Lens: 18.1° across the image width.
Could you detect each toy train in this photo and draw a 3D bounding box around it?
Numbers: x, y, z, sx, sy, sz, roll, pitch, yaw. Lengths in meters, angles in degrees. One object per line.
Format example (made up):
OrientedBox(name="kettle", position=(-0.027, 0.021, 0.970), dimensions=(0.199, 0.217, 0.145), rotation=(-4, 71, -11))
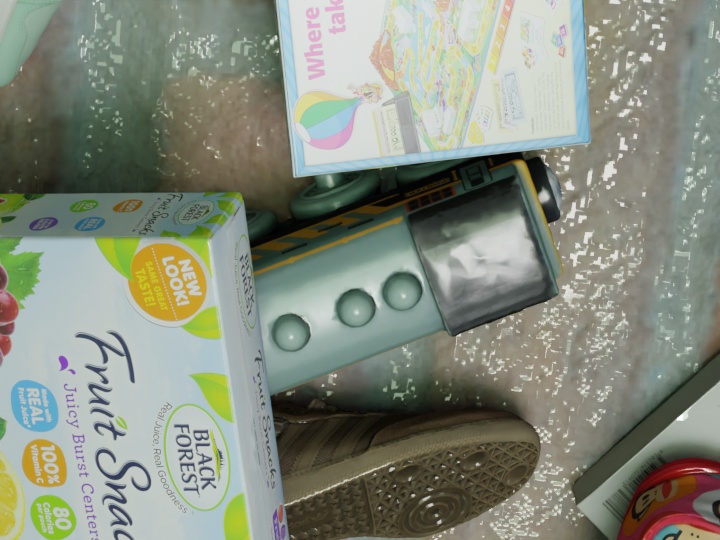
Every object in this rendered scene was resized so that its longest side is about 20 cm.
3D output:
OrientedBox(name="toy train", position=(0.000, 0.000, 1.024), dimensions=(0.198, 0.114, 0.086), rotation=(-19, 105, 3))

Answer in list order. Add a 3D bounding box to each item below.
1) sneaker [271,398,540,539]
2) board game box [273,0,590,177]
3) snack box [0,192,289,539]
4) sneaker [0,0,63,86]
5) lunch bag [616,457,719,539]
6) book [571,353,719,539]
OrientedBox(name="sneaker", position=(-0.015, 0.087, 1.070), dimensions=(0.198, 0.076, 0.071), rotation=(-13, 140, -16))
OrientedBox(name="board game box", position=(0.026, -0.146, 0.961), dimensions=(0.133, 0.034, 0.202), rotation=(-6, 113, -3))
OrientedBox(name="snack box", position=(-0.109, 0.068, 0.970), dimensions=(0.141, 0.053, 0.202), rotation=(-1, 114, 15))
OrientedBox(name="sneaker", position=(-0.090, -0.142, 1.003), dimensions=(0.118, 0.074, 0.201), rotation=(33, 103, -14))
OrientedBox(name="lunch bag", position=(0.206, 0.194, 1.068), dimensions=(0.198, 0.082, 0.178), rotation=(15, 112, -1))
OrientedBox(name="book", position=(0.219, 0.136, 1.109), dimensions=(0.133, 0.048, 0.200), rotation=(-42, 103, 12))
